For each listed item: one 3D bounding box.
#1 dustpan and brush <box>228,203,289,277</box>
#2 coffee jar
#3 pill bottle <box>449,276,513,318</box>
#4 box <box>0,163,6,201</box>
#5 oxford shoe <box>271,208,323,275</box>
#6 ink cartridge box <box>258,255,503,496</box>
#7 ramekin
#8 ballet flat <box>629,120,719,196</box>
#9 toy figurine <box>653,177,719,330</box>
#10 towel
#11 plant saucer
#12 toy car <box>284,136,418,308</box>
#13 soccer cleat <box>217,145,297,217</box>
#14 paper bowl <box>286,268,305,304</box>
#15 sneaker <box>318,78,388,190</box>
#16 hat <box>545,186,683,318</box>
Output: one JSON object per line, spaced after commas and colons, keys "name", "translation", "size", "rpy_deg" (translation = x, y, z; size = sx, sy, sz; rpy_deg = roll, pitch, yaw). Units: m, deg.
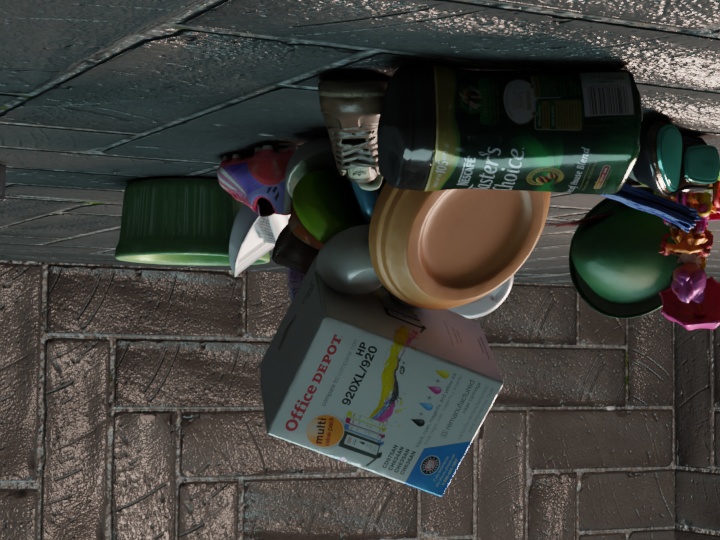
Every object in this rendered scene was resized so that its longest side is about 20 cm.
{"name": "dustpan and brush", "translation": [-0.105, -0.074, 1.887], "size": [0.057, 0.139, 0.200], "rpy_deg": [42, 159, 33]}
{"name": "coffee jar", "translation": [0.113, -0.109, 1.232], "size": [0.199, 0.086, 0.104], "rpy_deg": [1, 157, -4]}
{"name": "pill bottle", "translation": [0.128, -0.026, 1.996], "size": [0.113, 0.114, 0.200], "rpy_deg": [1, -160, -2]}
{"name": "box", "translation": [-0.538, -0.104, 1.843], "size": [0.199, 0.044, 0.160], "rpy_deg": [-3, 175, 41]}
{"name": "oxford shoe", "translation": [0.000, 0.000, 1.672], "size": [0.199, 0.073, 0.071], "rpy_deg": [27, -151, -17]}
{"name": "ink cartridge box", "translation": [0.015, 0.107, 1.601], "size": [0.199, 0.148, 0.145], "rpy_deg": [22, -161, -15]}
{"name": "ramekin", "translation": [-0.215, -0.061, 2.028], "size": [0.199, 0.098, 0.200], "rpy_deg": [1, 176, 0]}
{"name": "ballet flat", "translation": [0.287, -0.104, 1.515], "size": [0.073, 0.073, 0.200], "rpy_deg": [-1, 178, 29]}
{"name": "toy figurine", "translation": [0.394, -0.023, 1.844], "size": [0.149, 0.185, 0.200], "rpy_deg": [-1, 175, 24]}
{"name": "towel", "translation": [0.243, -0.084, 1.594], "size": [0.144, 0.024, 0.200], "rpy_deg": [19, -174, -16]}
{"name": "plant saucer", "translation": [0.102, -0.046, 1.508], "size": [0.199, 0.201, 0.037], "rpy_deg": [3, -153, -33]}
{"name": "toy car", "translation": [0.031, -0.070, 1.575], "size": [0.199, 0.176, 0.150], "rpy_deg": [12, 133, -37]}
{"name": "soccer cleat", "translation": [-0.112, -0.090, 1.721], "size": [0.066, 0.077, 0.200], "rpy_deg": [2, 176, -21]}
{"name": "paper bowl", "translation": [0.005, -0.018, 1.806], "size": [0.104, 0.202, 0.200], "rpy_deg": [8, 173, -29]}
{"name": "sneaker", "translation": [0.007, -0.114, 1.333], "size": [0.070, 0.076, 0.200], "rpy_deg": [0, 177, 9]}
{"name": "hat", "translation": [0.288, -0.035, 1.918], "size": [0.200, 0.166, 0.176], "rpy_deg": [-32, 152, 22]}
